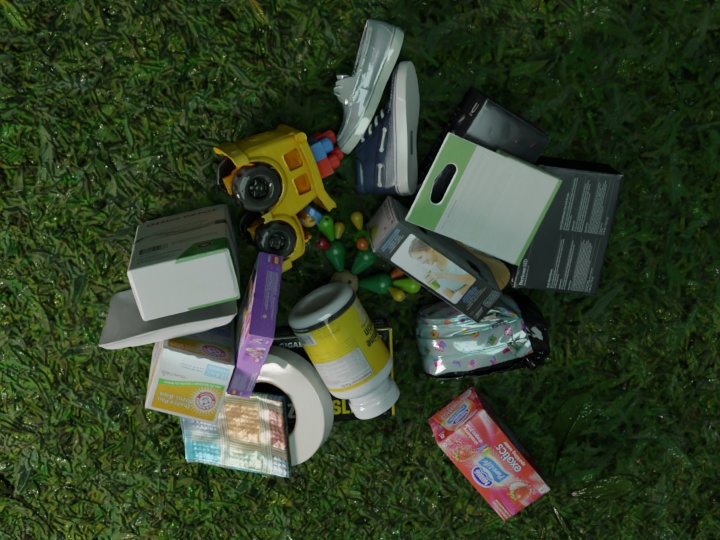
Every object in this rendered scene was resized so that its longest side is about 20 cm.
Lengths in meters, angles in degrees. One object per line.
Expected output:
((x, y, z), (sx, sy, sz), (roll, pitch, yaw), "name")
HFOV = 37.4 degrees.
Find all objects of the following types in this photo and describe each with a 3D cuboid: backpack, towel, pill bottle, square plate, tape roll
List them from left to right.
((-0.279, 0.059, 1.587), (0.199, 0.198, 0.029), (-12, 111, -2), "square plate")
((-0.205, 0.255, 1.707), (0.199, 0.022, 0.147), (5, 112, 25), "towel")
((-0.140, 0.216, 1.694), (0.202, 0.037, 0.203), (9, 113, 22), "tape roll")
((-0.019, 0.126, 1.638), (0.112, 0.112, 0.200), (-28, 110, 4), "pill bottle")
((0.188, 0.102, 1.693), (0.199, 0.167, 0.127), (-12, 94, 1), "backpack")

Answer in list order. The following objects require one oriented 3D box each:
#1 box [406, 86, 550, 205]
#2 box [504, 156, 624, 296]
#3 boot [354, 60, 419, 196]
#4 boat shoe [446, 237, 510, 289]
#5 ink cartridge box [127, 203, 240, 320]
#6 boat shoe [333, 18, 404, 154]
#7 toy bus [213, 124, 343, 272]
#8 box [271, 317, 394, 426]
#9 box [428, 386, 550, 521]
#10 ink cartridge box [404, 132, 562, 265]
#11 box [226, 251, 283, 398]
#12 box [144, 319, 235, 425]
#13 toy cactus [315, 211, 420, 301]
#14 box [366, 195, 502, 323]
((0.173, -0.157, 1.614), (0.122, 0.106, 0.200), (28, 103, -17), "box")
((0.316, -0.071, 1.676), (0.141, 0.079, 0.201), (5, 109, -12), "box")
((0.036, -0.213, 1.600), (0.090, 0.073, 0.201), (2, 92, 21), "boot")
((0.141, -0.029, 1.674), (0.200, 0.069, 0.071), (29, 107, -20), "boat shoe")
((-0.255, -0.017, 1.565), (0.146, 0.200, 0.083), (-13, 113, -1), "ink cartridge box")
((-0.003, -0.275, 1.576), (0.071, 0.070, 0.201), (21, 98, -11), "boat shoe")
((-0.102, -0.122, 1.594), (0.192, 0.136, 0.201), (-26, 112, -15), "toy bus")
((-0.047, 0.166, 1.733), (0.199, 0.049, 0.160), (-4, 111, -5), "box")
((0.216, 0.308, 1.786), (0.100, 0.096, 0.200), (-37, 109, 8), "box")
((0.175, -0.107, 1.547), (0.199, 0.048, 0.146), (21, 106, -20), "ink cartridge box")
((-0.156, 0.083, 1.563), (0.039, 0.137, 0.200), (11, 147, -10), "box")
((-0.256, 0.135, 1.615), (0.112, 0.200, 0.102), (16, 107, -12), "box")
((0.000, 0.000, 1.665), (0.200, 0.102, 0.165), (29, 113, -24), "toy cactus")
((0.107, -0.017, 1.575), (0.200, 0.117, 0.060), (34, 106, -18), "box")
